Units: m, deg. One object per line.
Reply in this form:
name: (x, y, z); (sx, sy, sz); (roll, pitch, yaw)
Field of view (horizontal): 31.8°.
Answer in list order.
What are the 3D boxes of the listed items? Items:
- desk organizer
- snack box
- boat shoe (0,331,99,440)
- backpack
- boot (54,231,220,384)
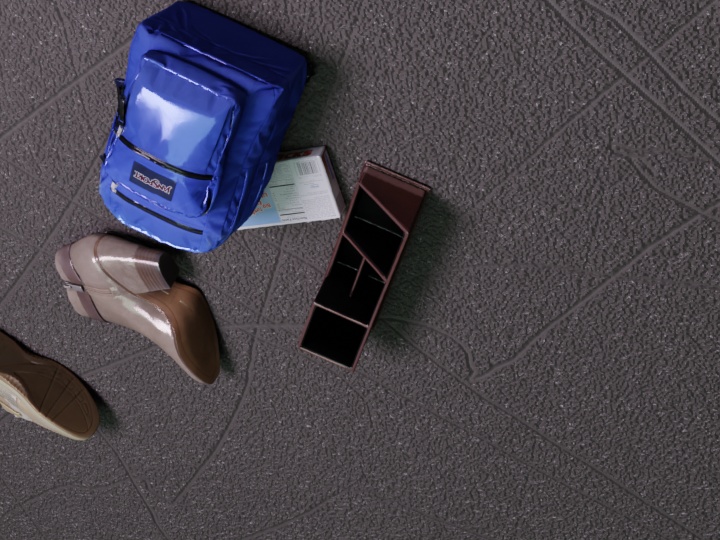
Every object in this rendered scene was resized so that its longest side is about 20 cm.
desk organizer: (0.000, 0.000, 1.272); (0.071, 0.077, 0.201); (22, 130, 2)
snack box: (-0.117, -0.079, 1.290); (0.197, 0.024, 0.073); (-6, 123, 23)
boat shoe: (-0.406, 0.144, 1.536); (0.199, 0.072, 0.065); (34, 138, -4)
backpack: (-0.164, -0.121, 1.177); (0.161, 0.168, 0.202); (28, 122, 8)
boot: (-0.251, 0.042, 1.410); (0.144, 0.070, 0.202); (0, 124, 28)
